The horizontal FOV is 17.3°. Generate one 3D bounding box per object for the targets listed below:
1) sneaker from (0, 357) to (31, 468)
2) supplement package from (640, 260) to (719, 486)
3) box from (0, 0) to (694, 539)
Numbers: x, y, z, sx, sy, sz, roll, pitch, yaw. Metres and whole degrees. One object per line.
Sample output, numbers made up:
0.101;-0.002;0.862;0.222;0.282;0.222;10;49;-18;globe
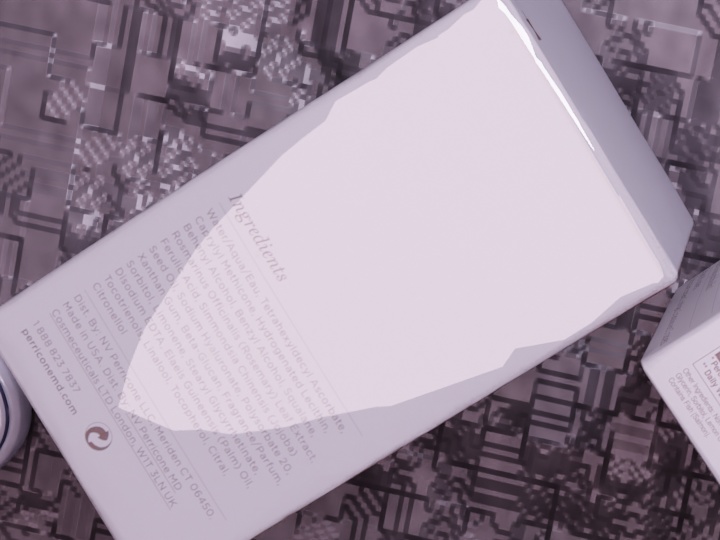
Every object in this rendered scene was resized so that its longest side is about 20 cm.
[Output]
-0.215;0.017;0.878;0.199;0.071;0.073;32;102;4;sneaker
0.217;0.024;0.759;0.199;0.152;0.151;-34;90;15;supplement package
0.000;0.000;0.797;0.199;0.152;0.107;-32;91;13;box
